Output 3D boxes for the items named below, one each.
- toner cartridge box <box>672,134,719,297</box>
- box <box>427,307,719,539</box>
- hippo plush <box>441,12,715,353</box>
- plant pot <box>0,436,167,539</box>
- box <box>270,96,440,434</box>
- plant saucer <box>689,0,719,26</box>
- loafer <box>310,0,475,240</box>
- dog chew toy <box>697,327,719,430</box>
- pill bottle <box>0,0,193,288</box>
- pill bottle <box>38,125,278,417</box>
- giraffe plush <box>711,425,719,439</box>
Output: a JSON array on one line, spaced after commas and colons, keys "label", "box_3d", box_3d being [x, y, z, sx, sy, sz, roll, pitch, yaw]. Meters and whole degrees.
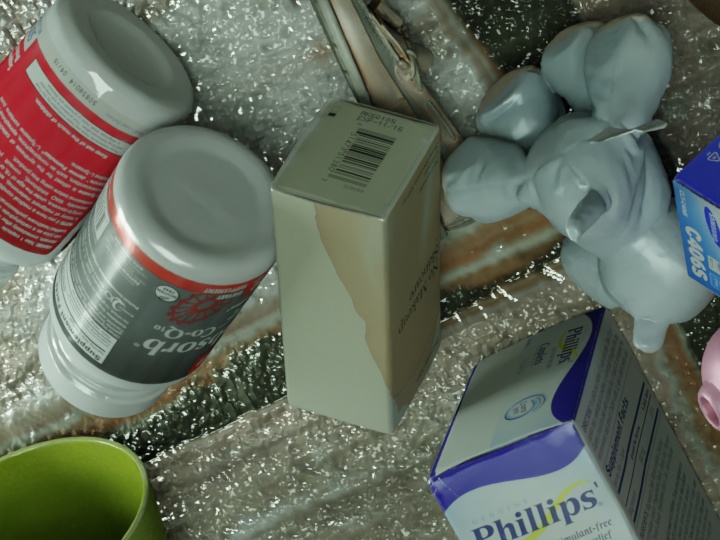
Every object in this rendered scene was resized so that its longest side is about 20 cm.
[{"label": "toner cartridge box", "box_3d": [0.269, -0.077, 1.237, 0.043, 0.200, 0.095, 36, 160, 35]}, {"label": "box", "box_3d": [0.147, 0.157, 1.358, 0.105, 0.184, 0.200, -24, 104, 20]}, {"label": "hippo plush", "box_3d": [0.170, -0.052, 1.299, 0.161, 0.200, 0.159, 41, 80, -27]}, {"label": "plant pot", "box_3d": [-0.198, 0.253, 1.482, 0.187, 0.187, 0.200, -13, 123, 16]}, {"label": "box", "box_3d": [0.000, 0.000, 1.331, 0.078, 0.095, 0.200, 16, 140, 17]}, {"label": "plant saucer", "box_3d": [0.272, -0.226, 1.261, 0.200, 0.034, 0.201, 2, 109, 6]}, {"label": "loafer", "box_3d": [0.028, -0.115, 1.347, 0.063, 0.072, 0.200, -25, 111, 2]}, {"label": "dog chew toy", "box_3d": [0.284, 0.034, 1.215, 0.200, 0.125, 0.125, -29, 105, -10]}, {"label": "pill bottle", "box_3d": [-0.211, -0.077, 1.377, 0.112, 0.112, 0.200, 43, 112, -7]}, {"label": "pill bottle", "box_3d": [-0.134, 0.006, 1.365, 0.116, 0.116, 0.200, 34, 138, -3]}, {"label": "giraffe plush", "box_3d": [0.336, 0.113, 1.336, 0.200, 0.173, 0.162, -29, 122, -21]}]
